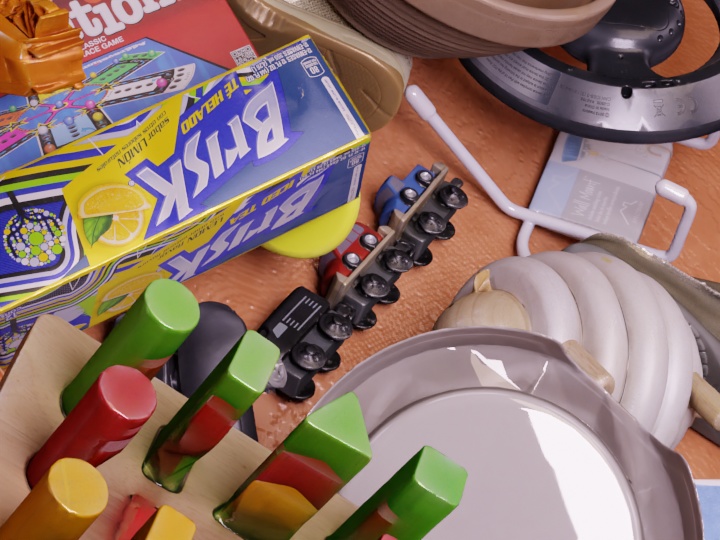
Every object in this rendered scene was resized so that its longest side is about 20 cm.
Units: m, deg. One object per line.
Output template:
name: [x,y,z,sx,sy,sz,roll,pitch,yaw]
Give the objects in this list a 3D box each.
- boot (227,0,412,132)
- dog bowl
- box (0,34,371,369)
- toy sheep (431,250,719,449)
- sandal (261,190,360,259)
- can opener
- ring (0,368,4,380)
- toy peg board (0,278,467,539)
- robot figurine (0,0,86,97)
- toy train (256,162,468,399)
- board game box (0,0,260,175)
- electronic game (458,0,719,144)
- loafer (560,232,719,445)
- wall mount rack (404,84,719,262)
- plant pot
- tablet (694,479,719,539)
boot: [-0.050,-0.173,1.363,0.199,0.073,0.156,27,39,-2]
dog bowl: [0.056,0.128,1.114,0.198,0.059,0.202,0,82,0]
box: [-0.096,-0.033,1.152,0.199,0.070,0.065,-27,71,-16]
toy sheep: [0.113,0.055,1.238,0.199,0.138,0.139,20,43,-39]
sandal: [-0.079,-0.074,1.268,0.200,0.080,0.087,40,8,11]
can opener: [-0.065,0.100,1.139,0.063,0.078,0.201,47,25,-57]
ring: [-0.232,0.081,1.060,0.199,0.019,0.202,19,47,-21]
toy peg board: [-0.062,0.115,0.963,0.199,0.098,0.200,33,42,-10]
robot figurine: [-0.225,-0.131,1.166,0.144,0.059,0.200,-25,45,-33]
toy train: [0.000,0.000,1.278,0.046,0.034,0.200,31,42,11]
board game box: [-0.150,-0.087,1.198,0.199,0.019,0.103,-25,67,-17]
electronic game: [0.145,-0.143,1.390,0.198,0.042,0.201,4,45,-4]
loafer: [0.184,0.040,1.343,0.199,0.075,0.070,36,40,-17]
wall mount rack: [0.117,-0.083,1.399,0.172,0.075,0.201,19,42,7]
plant pot: [0.039,-0.180,1.308,0.200,0.093,0.202,21,43,-20]
tablet: [0.154,0.200,1.173,0.129,0.014,0.202,3,76,-33]
